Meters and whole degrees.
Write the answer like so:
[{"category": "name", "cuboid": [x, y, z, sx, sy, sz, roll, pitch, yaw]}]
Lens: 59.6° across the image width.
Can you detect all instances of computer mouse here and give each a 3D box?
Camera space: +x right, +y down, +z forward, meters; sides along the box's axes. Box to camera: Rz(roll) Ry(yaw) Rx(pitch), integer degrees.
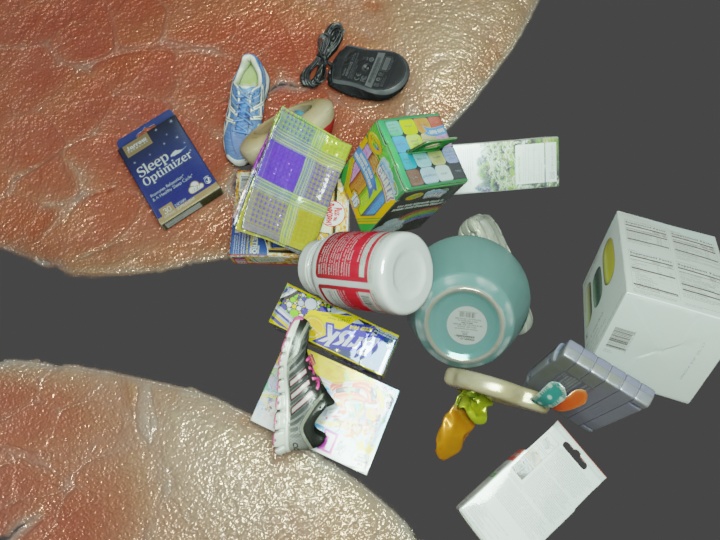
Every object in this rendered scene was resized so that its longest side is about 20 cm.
[{"category": "computer mouse", "cuboid": [0.002, -0.358, 1.130, 0.197, 0.053, 0.140, 23, 78, 21]}]

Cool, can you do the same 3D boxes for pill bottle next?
[{"category": "pill bottle", "cuboid": [0.000, 0.000, 0.914, 0.198, 0.112, 0.114, 4, 69, 47]}]

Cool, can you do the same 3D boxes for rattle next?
[{"category": "rattle", "cuboid": [0.204, 0.215, 0.892, 0.197, 0.131, 0.144, 13, 63, 36]}]

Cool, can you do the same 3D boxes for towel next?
[{"category": "towel", "cuboid": [-0.103, -0.133, 0.980, 0.142, 0.023, 0.203, 24, 86, -28]}]

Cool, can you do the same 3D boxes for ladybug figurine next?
[{"category": "ladybug figurine", "cuboid": [-0.114, -0.224, 1.058, 0.134, 0.073, 0.200, 9, 41, 45]}]

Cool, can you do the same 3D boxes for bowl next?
[{"category": "bowl", "cuboid": [0.153, 0.060, 0.926, 0.196, 0.105, 0.205, 4, 108, 11]}]

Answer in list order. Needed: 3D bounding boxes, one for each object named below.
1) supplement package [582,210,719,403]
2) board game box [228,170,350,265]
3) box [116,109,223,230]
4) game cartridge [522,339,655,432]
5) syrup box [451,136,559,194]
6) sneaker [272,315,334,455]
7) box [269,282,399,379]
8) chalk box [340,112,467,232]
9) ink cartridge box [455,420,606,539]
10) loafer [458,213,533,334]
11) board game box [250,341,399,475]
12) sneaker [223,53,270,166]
[{"category": "supplement package", "cuboid": [0.417, 0.047, 0.901, 0.148, 0.154, 0.201, 16, 39, 7]}, {"category": "board game box", "cuboid": [-0.114, -0.088, 1.057, 0.195, 0.046, 0.155, 2, 74, 3]}, {"category": "box", "cuboid": [-0.341, -0.186, 1.102, 0.120, 0.032, 0.202, -33, 75, -7]}, {"category": "game cartridge", "cuboid": [0.311, 0.166, 0.890, 0.129, 0.201, 0.039, 36, 70, 12]}, {"category": "syrup box", "cuboid": [0.220, -0.173, 1.038, 0.195, 0.082, 0.081, -4, 101, 2]}, {"category": "sneaker", "cuboid": [-0.079, 0.171, 0.930, 0.085, 0.074, 0.205, 4, 86, -1]}, {"category": "box", "cuboid": [-0.040, 0.098, 0.993, 0.197, 0.064, 0.071, 24, 77, 9]}, {"category": "chalk box", "cuboid": [0.072, -0.157, 0.973, 0.123, 0.200, 0.126, -12, 71, -31]}, {"category": "ink cartridge box", "cuboid": [0.249, 0.329, 0.925, 0.199, 0.050, 0.109, -39, 76, -9]}, {"category": "loafer", "cuboid": [0.227, 0.002, 1.007, 0.069, 0.070, 0.203, -20, 85, -34]}, {"category": "board game box", "cuboid": [-0.053, 0.211, 0.977, 0.197, 0.034, 0.137, 22, 77, 8]}, {"category": "sneaker", "cuboid": [-0.206, -0.282, 1.100, 0.074, 0.077, 0.204, 3, 76, 1]}]
